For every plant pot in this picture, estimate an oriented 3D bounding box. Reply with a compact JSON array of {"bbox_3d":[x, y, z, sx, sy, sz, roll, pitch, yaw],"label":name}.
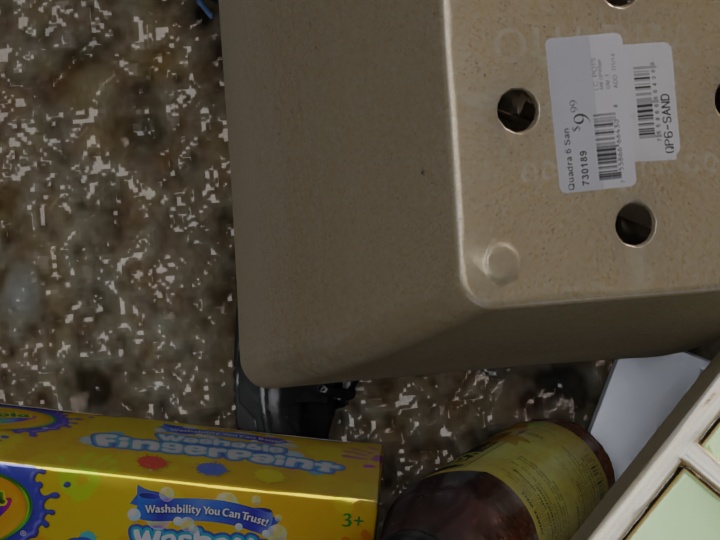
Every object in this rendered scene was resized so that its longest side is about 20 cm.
[{"bbox_3d":[0.068,-0.057,0.879,0.199,0.177,0.201,-4,91,-19],"label":"plant pot"}]

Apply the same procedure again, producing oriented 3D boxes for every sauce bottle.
[{"bbox_3d":[0.045,0.107,0.920,0.066,0.200,0.066,3,98,24],"label":"sauce bottle"}]

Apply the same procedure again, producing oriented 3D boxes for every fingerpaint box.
[{"bbox_3d":[-0.097,0.150,0.954,0.199,0.073,0.168,7,106,0],"label":"fingerpaint box"}]

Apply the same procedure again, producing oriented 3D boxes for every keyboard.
[{"bbox_3d":[0.109,0.129,1.016,0.056,0.011,0.201,21,85,7],"label":"keyboard"}]

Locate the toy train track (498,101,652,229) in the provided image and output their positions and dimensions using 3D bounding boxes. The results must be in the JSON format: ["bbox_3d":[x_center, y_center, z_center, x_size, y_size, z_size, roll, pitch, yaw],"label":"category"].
[{"bbox_3d":[0.055,-0.063,1.022,0.199,0.033,0.115,23,95,8],"label":"toy train track"}]

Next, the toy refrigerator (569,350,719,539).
[{"bbox_3d":[0.128,0.107,0.876,0.076,0.070,0.200,40,82,4],"label":"toy refrigerator"}]

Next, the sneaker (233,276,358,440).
[{"bbox_3d":[0.001,0.000,0.987,0.104,0.060,0.201,-4,85,17],"label":"sneaker"}]

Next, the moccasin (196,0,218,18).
[{"bbox_3d":[-0.087,-0.182,1.014,0.080,0.068,0.200,-44,88,-11],"label":"moccasin"}]
